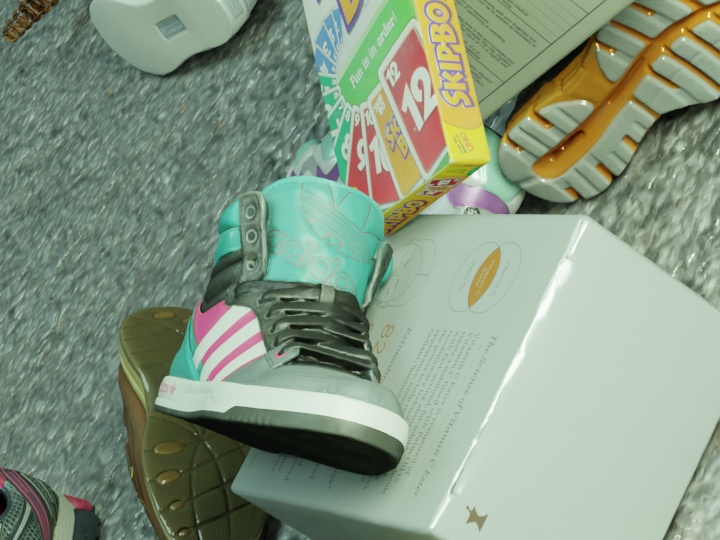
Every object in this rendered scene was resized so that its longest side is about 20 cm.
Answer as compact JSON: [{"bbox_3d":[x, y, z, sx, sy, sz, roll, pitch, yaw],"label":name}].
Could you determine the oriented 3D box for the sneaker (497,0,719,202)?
[{"bbox_3d":[0.139,-0.114,1.309,0.200,0.078,0.077,-36,28,40],"label":"sneaker"}]

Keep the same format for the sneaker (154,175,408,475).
[{"bbox_3d":[-0.020,0.020,1.189,0.200,0.083,0.121,5,74,65],"label":"sneaker"}]

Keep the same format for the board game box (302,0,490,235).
[{"bbox_3d":[0.007,-0.126,1.243,0.095,0.030,0.201,-36,60,56],"label":"board game box"}]

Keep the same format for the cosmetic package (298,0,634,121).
[{"bbox_3d":[0.065,-0.147,1.280,0.200,0.103,0.073,-36,17,55],"label":"cosmetic package"}]

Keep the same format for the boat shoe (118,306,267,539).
[{"bbox_3d":[-0.093,0.104,1.501,0.200,0.072,0.068,-110,23,-50],"label":"boat shoe"}]

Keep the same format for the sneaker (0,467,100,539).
[{"bbox_3d":[-0.204,0.201,1.567,0.081,0.075,0.201,-43,29,28],"label":"sneaker"}]

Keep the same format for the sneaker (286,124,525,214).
[{"bbox_3d":[0.000,0.000,1.425,0.200,0.078,0.141,-14,51,61],"label":"sneaker"}]

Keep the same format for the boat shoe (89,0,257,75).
[{"bbox_3d":[-0.122,-0.190,1.882,0.069,0.072,0.200,-44,12,-25],"label":"boat shoe"}]

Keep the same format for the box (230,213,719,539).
[{"bbox_3d":[0.055,0.065,1.215,0.200,0.106,0.153,4,64,63],"label":"box"}]

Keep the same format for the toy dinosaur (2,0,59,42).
[{"bbox_3d":[-0.204,-0.261,2.105,0.136,0.102,0.201,152,134,-85],"label":"toy dinosaur"}]
